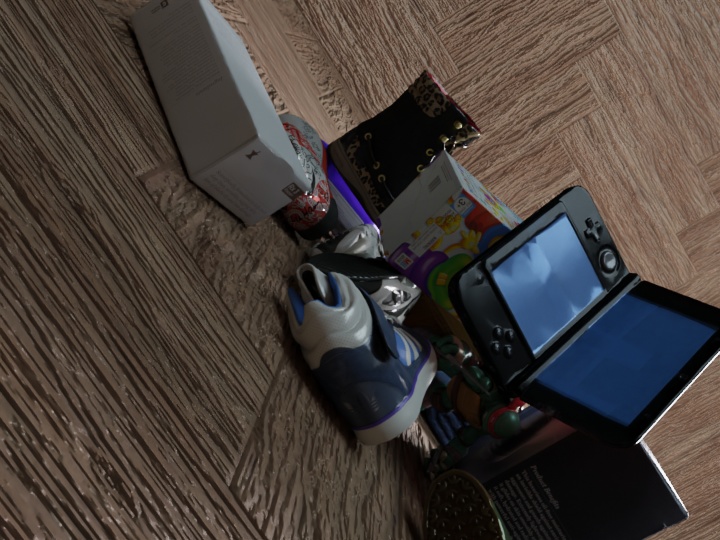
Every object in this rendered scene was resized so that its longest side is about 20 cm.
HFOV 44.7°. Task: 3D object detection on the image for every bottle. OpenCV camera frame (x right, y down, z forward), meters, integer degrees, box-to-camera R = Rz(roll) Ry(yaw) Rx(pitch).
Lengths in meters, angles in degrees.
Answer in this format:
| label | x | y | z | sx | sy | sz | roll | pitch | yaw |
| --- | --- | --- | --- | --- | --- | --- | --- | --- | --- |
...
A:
| label | x | y | z | sx | sy | sz | roll | pitch | yaw |
| --- | --- | --- | --- | --- | --- | --- | --- | --- | --- |
| bottle | -0.015 | -0.071 | 1.078 | 0.200 | 0.065 | 0.084 | 50 | 4 | -31 |

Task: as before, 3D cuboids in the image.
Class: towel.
| label | x | y | z | sx | sy | sz | roll | pitch | yaw |
| --- | --- | --- | --- | --- | --- | --- | --- | --- | --- |
| towel | 0.121 | 0.173 | 1.100 | 0.112 | 0.048 | 0.200 | 56 | 10 | -8 |

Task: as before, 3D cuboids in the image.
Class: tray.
| label | x | y | z | sx | sy | sz | roll | pitch | yaw |
| --- | --- | --- | --- | --- | --- | --- | --- | --- | --- |
| tray | 0.081 | 0.068 | 1.030 | 0.099 | 0.037 | 0.200 | 58 | -16 | 0 |

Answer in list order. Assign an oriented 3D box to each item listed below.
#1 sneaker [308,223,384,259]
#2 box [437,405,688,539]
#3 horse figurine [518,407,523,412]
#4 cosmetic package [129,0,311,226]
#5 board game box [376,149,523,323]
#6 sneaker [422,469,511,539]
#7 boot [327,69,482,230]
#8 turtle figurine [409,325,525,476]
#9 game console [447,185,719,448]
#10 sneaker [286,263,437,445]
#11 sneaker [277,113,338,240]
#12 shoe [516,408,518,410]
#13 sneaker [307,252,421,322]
| label | x | y | z | sx | sy | sz | roll | pitch | yaw |
| --- | --- | --- | --- | --- | --- | --- | --- | --- | --- |
| sneaker | 0.000 | 0.000 | 0.967 | 0.200 | 0.075 | 0.081 | 18 | 51 | -75 |
| box | 0.184 | 0.207 | 0.858 | 0.123 | 0.198 | 0.200 | 59 | 9 | 2 |
| horse figurine | 0.189 | 0.195 | 1.177 | 0.133 | 0.050 | 0.200 | -78 | 174 | -47 |
| cosmetic package | -0.125 | -0.148 | 0.768 | 0.102 | 0.074 | 0.200 | 43 | 20 | -58 |
| board game box | 0.126 | -0.006 | 0.876 | 0.200 | 0.103 | 0.105 | 38 | 18 | -20 |
| sneaker | 0.107 | 0.264 | 0.691 | 0.090 | 0.067 | 0.201 | 48 | 19 | -51 |
| boot | 0.071 | -0.109 | 0.972 | 0.200 | 0.151 | 0.073 | 54 | 16 | 17 |
| turtle figurine | 0.098 | 0.129 | 0.869 | 0.200 | 0.100 | 0.150 | -145 | -121 | -66 |
| game console | 0.206 | 0.029 | 0.765 | 0.119 | 0.200 | 0.173 | -14 | -72 | 57 |
| sneaker | -0.001 | 0.047 | 0.757 | 0.147 | 0.080 | 0.200 | 61 | 14 | -11 |
| sneaker | -0.084 | -0.133 | 0.942 | 0.108 | 0.067 | 0.202 | 52 | 14 | -47 |
| shoe | 0.138 | 0.070 | 1.027 | 0.200 | 0.053 | 0.070 | 56 | -15 | 9 |
| sneaker | 0.006 | 0.032 | 0.861 | 0.074 | 0.089 | 0.200 | 22 | 7 | 29 |
